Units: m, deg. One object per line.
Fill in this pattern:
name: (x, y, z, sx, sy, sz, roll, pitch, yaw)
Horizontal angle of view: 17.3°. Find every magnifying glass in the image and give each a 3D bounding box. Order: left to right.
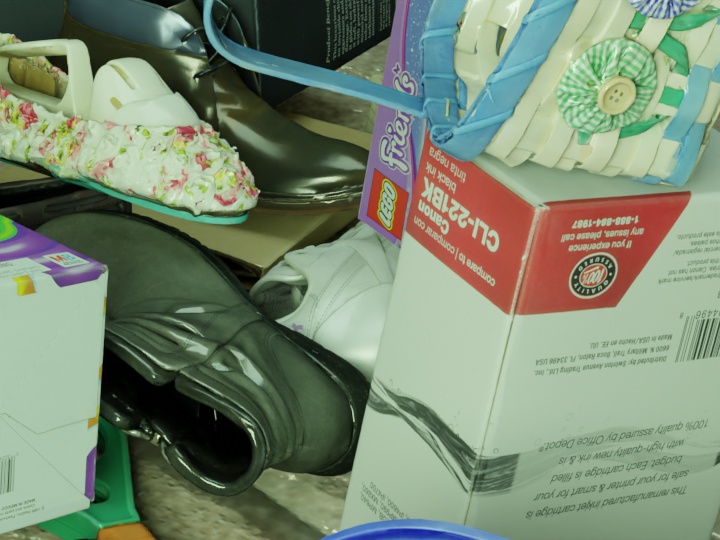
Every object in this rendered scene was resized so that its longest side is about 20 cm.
magnifying glass: (-0.109, 0.098, 0.967, 0.079, 0.023, 0.200, -6, 33, -35)

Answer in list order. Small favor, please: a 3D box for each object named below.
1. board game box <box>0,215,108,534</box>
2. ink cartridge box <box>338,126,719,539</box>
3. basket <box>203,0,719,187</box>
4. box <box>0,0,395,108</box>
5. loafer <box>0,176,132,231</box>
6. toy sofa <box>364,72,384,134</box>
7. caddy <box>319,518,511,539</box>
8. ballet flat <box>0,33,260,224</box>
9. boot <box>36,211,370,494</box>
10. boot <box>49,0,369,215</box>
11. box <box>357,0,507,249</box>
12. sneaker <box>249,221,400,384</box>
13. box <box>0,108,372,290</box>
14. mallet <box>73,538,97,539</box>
board game box: (-0.204, 0.023, 0.936, 0.104, 0.104, 0.199, -13, 27, -43)
ink cartridge box: (0.085, 0.045, 0.971, 0.144, 0.201, 0.084, -5, 28, -34)
basket: (0.059, -0.131, 0.882, 0.199, 0.177, 0.139, 20, 26, -10)
box: (-0.107, -0.173, 1.353, 0.199, 0.124, 0.198, 7, 21, 23)
loafer: (-0.203, -0.025, 1.116, 0.199, 0.063, 0.072, 2, 28, -25)
toy sofa: (0.100, -0.064, 1.312, 0.199, 0.098, 0.083, 30, 30, 31)
caddy: (0.049, 0.162, 0.781, 0.199, 0.142, 0.105, 17, 29, 3)
ballet flat: (-0.127, -0.072, 1.095, 0.199, 0.064, 0.075, 17, 17, 36)
boot: (-0.094, 0.028, 1.009, 0.199, 0.068, 0.130, 29, 11, 25)
boot: (-0.075, -0.090, 1.194, 0.199, 0.098, 0.075, 12, 23, 20)
box: (0.070, -0.081, 1.052, 0.039, 0.201, 0.137, -17, 40, -38)
sneaker: (0.000, 0.000, 1.158, 0.099, 0.075, 0.200, 11, 24, 2)
box: (-0.081, -0.049, 1.256, 0.163, 0.021, 0.200, 15, 24, 19)
mallet: (-0.179, 0.117, 0.880, 0.199, 0.041, 0.066, 10, 25, 1)
